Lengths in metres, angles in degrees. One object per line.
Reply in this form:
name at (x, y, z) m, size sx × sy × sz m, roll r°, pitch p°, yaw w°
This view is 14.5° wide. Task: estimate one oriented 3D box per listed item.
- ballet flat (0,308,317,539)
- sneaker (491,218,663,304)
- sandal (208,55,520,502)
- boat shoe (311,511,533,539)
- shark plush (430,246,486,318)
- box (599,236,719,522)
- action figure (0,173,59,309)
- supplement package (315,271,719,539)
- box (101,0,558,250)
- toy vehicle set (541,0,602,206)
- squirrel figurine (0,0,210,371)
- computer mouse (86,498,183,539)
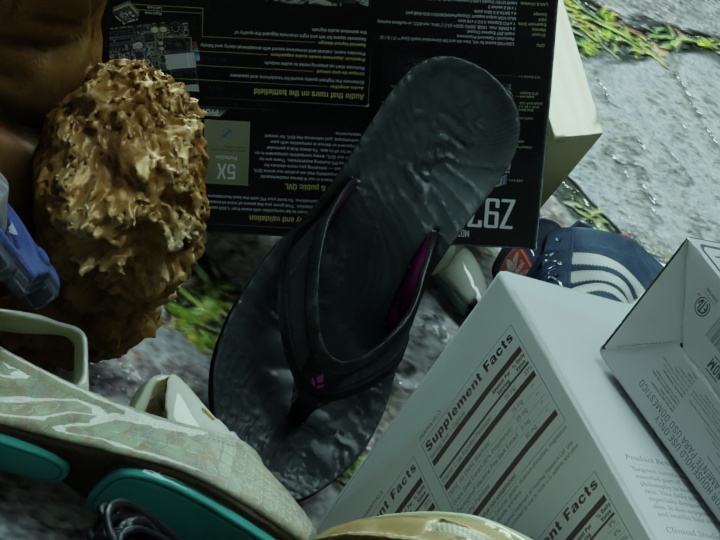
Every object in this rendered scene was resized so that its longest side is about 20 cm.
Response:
ballet flat at (-0.096, 0.056, 1.057) m, size 0.199 × 0.067 × 0.063 m, roll 24°, pitch 64°, yaw -19°
sneaker at (0.091, 0.020, 1.330) m, size 0.084 × 0.075 × 0.200 m, roll 42°, pitch 18°, yaw 9°
sandal at (-0.001, -0.001, 1.150) m, size 0.075 × 0.201 × 0.048 m, roll 28°, pitch -12°, yaw -5°
boat shoe at (0.037, 0.121, 0.958) m, size 0.199 × 0.072 × 0.076 m, roll 7°, pitch -2°, yaw 45°
shark plush at (0.010, -0.058, 1.379) m, size 0.083 × 0.091 × 0.201 m, roll -5°, pitch 42°, yaw -6°
box at (0.198, 0.058, 1.067) m, size 0.199 × 0.060 × 0.117 m, roll 8°, pitch 37°, yaw -44°
action figure at (-0.200, -0.033, 0.969) m, size 0.201 × 0.104 × 0.194 m, roll 57°, pitch 22°, yaw -19°
supplement package at (0.106, 0.133, 1.074) m, size 0.151 × 0.151 × 0.200 m, roll 14°, pitch 33°, yaw -36°
box at (-0.015, -0.104, 1.230) m, size 0.199 × 0.165 × 0.086 m, roll 2°, pitch 26°, yaw 0°
toy vehicle set at (0.058, -0.128, 1.400) m, size 0.026 × 0.124 × 0.201 m, roll -7°, pitch 70°, yaw -23°
squirrel figurine at (-0.125, -0.068, 1.105) m, size 0.200 × 0.187 × 0.141 m, roll 41°, pitch 28°, yaw 13°
computer mouse at (-0.030, 0.178, 0.981) m, size 0.140 × 0.046 × 0.201 m, roll 32°, pitch 24°, yaw -54°
